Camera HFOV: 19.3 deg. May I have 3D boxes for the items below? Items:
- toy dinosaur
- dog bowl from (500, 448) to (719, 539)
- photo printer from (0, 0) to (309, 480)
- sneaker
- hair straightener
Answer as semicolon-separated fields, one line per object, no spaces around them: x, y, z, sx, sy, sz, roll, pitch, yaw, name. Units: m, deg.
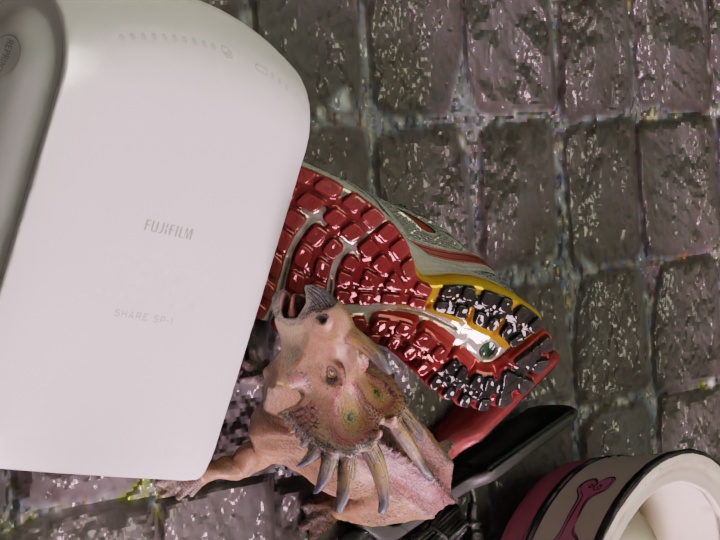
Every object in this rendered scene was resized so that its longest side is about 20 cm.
0.001;0.081;0.981;0.199;0.135;0.087;29;67;-44;toy dinosaur
0.136;0.192;1.157;0.199;0.073;0.202;-13;107;-51;dog bowl
-0.104;-0.017;0.874;0.166;0.069;0.202;12;97;-52;photo printer
0.000;0.000;1.040;0.199;0.082;0.078;32;103;-29;sneaker
0.053;0.123;1.108;0.200;0.041;0.078;-42;118;-41;hair straightener
